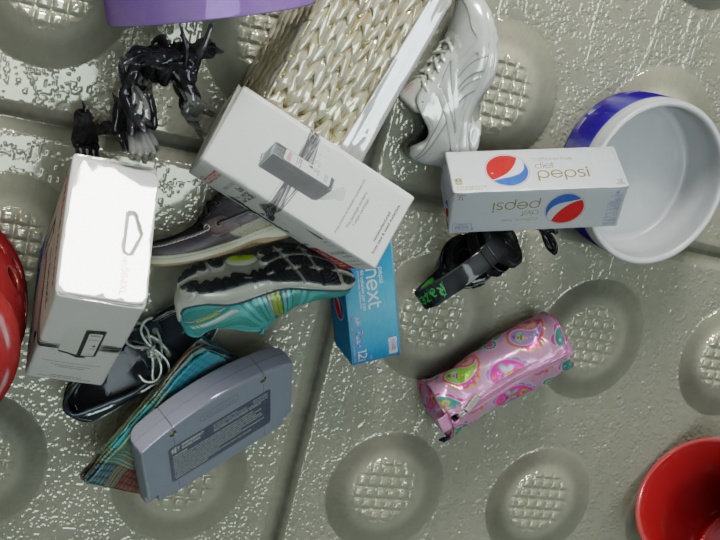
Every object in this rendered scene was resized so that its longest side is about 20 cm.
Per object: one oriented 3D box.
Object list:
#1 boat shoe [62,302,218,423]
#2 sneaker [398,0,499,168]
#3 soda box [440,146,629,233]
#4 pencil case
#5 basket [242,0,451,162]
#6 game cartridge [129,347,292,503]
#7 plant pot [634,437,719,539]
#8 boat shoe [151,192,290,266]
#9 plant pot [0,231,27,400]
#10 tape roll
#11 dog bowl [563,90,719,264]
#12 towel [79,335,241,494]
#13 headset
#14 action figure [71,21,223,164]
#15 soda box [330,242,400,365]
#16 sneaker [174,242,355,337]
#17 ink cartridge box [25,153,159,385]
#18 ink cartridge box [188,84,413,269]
[{"bbox_3d":[-0.239,0.095,1.120,0.198,0.062,0.076,-31,89,-6],"label":"boat shoe"},{"bbox_3d":[0.093,-0.208,1.140,0.098,0.078,0.204,3,106,-18],"label":"sneaker"},{"bbox_3d":[0.191,-0.091,1.145,0.196,0.069,0.064,-2,138,-6],"label":"soda box"},{"bbox_3d":[0.169,0.132,1.281,0.198,0.087,0.088,-28,116,-10],"label":"pencil case"},{"bbox_3d":[-0.021,-0.230,1.055,0.122,0.136,0.202,27,97,-24],"label":"basket"},{"bbox_3d":[-0.163,0.167,1.140,0.198,0.041,0.135,-29,142,-28],"label":"game cartridge"},{"bbox_3d":[0.512,0.365,1.441,0.200,0.200,0.178,-44,126,-1],"label":"plant pot"},{"bbox_3d":[-0.142,-0.055,1.111,0.197,0.072,0.066,-16,102,-13],"label":"boat shoe"},{"bbox_3d":[-0.420,0.052,0.979,0.197,0.183,0.204,-7,112,-16],"label":"plant pot"},{"bbox_3d":[-0.143,-0.282,0.952,0.197,0.200,0.086,-11,110,-16],"label":"tape roll"},{"bbox_3d":[0.345,-0.116,1.263,0.197,0.079,0.204,-7,111,-18],"label":"dog bowl"},{"bbox_3d":[-0.206,0.169,1.146,0.200,0.022,0.147,-48,153,1],"label":"towel"},{"bbox_3d":[0.152,-0.010,1.204,0.199,0.123,0.095,-39,93,-29],"label":"headset"},{"bbox_3d":[-0.194,-0.159,0.978,0.118,0.199,0.103,-27,93,-43],"label":"action figure"},{"bbox_3d":[0.000,0.000,1.179,0.063,0.068,0.203,-11,111,-16],"label":"soda box"},{"bbox_3d":[-0.102,0.024,1.098,0.197,0.078,0.081,-8,127,-19],"label":"sneaker"},{"bbox_3d":[-0.261,0.004,0.986,0.083,0.200,0.148,10,60,-21],"label":"ink cartridge box"},{"bbox_3d":[-0.065,-0.087,1.022,0.198,0.144,0.085,33,83,-12],"label":"ink cartridge box"}]
